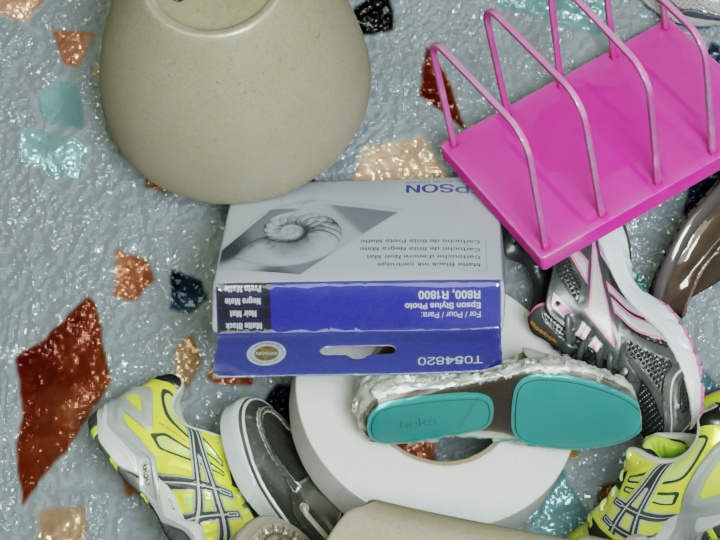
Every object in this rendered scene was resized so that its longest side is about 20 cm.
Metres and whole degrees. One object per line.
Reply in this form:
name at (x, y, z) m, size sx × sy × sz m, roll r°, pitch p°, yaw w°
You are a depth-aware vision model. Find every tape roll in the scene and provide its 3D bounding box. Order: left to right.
tape roll at (0.049, 0.092, 1.441) m, size 0.201 × 0.037 × 0.204 m, roll 5°, pitch 57°, yaw -8°

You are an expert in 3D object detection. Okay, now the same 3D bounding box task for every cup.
cup at (-0.094, -0.167, 1.463) m, size 0.198 × 0.144 × 0.202 m, roll -1°, pitch 65°, yaw 3°

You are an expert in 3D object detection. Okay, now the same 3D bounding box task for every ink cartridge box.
ink cartridge box at (0.000, 0.000, 1.435) m, size 0.197 × 0.201 × 0.041 m, roll -2°, pitch 122°, yaw 3°

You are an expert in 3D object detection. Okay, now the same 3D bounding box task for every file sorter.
file sorter at (0.164, -0.128, 1.431) m, size 0.199 × 0.126 × 0.139 m, roll -29°, pitch 49°, yaw -12°

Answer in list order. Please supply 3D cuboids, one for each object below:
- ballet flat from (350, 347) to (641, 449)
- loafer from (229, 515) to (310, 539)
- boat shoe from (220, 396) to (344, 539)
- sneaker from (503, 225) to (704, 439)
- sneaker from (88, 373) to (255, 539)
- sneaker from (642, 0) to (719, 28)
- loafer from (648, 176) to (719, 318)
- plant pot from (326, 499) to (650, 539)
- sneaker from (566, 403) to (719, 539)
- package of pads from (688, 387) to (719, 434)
ballet flat at (0.090, 0.077, 1.399) m, size 0.198 × 0.072 × 0.073 m, roll 2°, pitch 79°, yaw -9°
loafer at (-0.047, 0.248, 1.400) m, size 0.076 × 0.068 × 0.201 m, roll -39°, pitch 119°, yaw -32°
boat shoe at (-0.021, 0.165, 1.447) m, size 0.064 × 0.071 × 0.201 m, roll -37°, pitch 85°, yaw 33°
sneaker at (0.159, 0.039, 1.453) m, size 0.086 × 0.081 × 0.201 m, roll -16°, pitch 63°, yaw -24°
sneaker at (-0.105, 0.158, 1.459) m, size 0.076 × 0.075 × 0.200 m, roll -40°, pitch 81°, yaw -4°
sneaker at (0.208, -0.242, 1.511) m, size 0.199 × 0.085 × 0.078 m, roll 28°, pitch 82°, yaw 7°
loafer at (0.278, -0.040, 1.474) m, size 0.071 × 0.073 × 0.200 m, roll 39°, pitch 84°, yaw 9°
plant pot at (0.064, 0.233, 1.307) m, size 0.182 × 0.200 × 0.202 m, roll 17°, pitch 80°, yaw 22°
sneaker at (0.198, 0.151, 1.396) m, size 0.200 × 0.075 × 0.077 m, roll -35°, pitch 84°, yaw 39°
package of pads at (0.320, 0.160, 1.436) m, size 0.153 × 0.068 × 0.202 m, roll -20°, pitch 78°, yaw -1°
